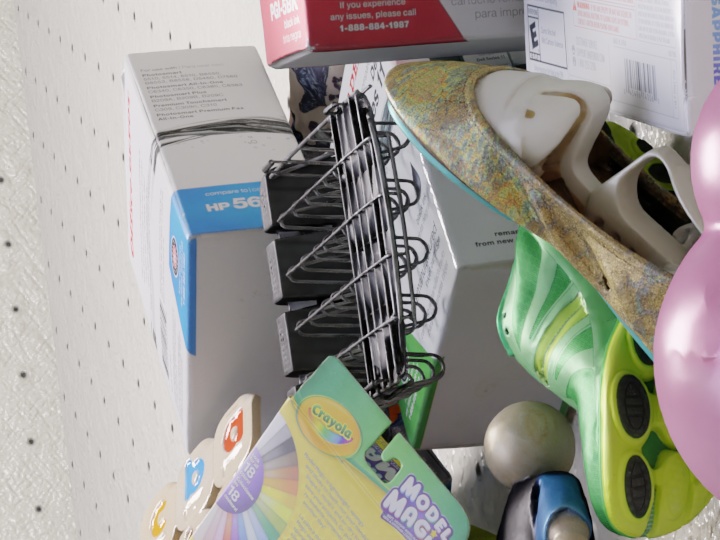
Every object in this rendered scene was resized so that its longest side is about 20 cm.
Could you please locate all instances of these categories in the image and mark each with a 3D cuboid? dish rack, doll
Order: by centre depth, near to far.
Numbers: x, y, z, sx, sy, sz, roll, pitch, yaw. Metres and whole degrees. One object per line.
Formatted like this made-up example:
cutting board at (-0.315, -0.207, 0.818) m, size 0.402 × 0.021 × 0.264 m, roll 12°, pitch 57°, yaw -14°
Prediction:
doll at (0.082, 0.149, 1.106) m, size 0.137 × 0.048 × 0.201 m, roll 108°, pitch 153°, yaw -63°
dish rack at (0.000, 0.000, 1.270) m, size 0.200 × 0.054 × 0.155 m, roll 141°, pitch 121°, yaw -70°

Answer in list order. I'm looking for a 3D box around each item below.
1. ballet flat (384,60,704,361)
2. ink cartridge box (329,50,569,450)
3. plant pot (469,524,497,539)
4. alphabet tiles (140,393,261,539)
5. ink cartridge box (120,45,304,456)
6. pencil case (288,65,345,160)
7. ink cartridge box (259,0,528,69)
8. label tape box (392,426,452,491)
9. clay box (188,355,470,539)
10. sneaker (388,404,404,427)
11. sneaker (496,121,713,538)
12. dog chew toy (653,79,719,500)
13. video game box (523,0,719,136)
ballet flat at (0.094, -0.035, 1.067) m, size 0.200 × 0.071 × 0.071 m, roll 45°, pitch 150°, yaw 20°
ink cartridge box at (0.050, -0.035, 1.330) m, size 0.147 × 0.082 × 0.201 m, roll 102°, pitch 159°, yaw -49°
plant pot at (0.019, 0.236, 1.383) m, size 0.201 × 0.199 × 0.194 m, roll -122°, pitch 42°, yaw -62°
alphabet tiles at (-0.080, 0.167, 1.374) m, size 0.200 × 0.015 × 0.196 m, roll -50°, pitch 29°, yaw 35°
ink cartridge box at (-0.077, -0.016, 1.502) m, size 0.200 × 0.084 × 0.147 m, roll -112°, pitch 20°, yaw -53°
pencil case at (-0.011, -0.074, 1.562) m, size 0.089 × 0.078 × 0.201 m, roll 22°, pitch 127°, yaw 26°
ink cartridge box at (0.025, -0.201, 1.244) m, size 0.083 × 0.146 × 0.202 m, roll 174°, pitch 90°, yaw -75°
label tape box at (-0.043, 0.174, 1.490) m, size 0.066 × 0.199 × 0.143 m, roll 51°, pitch 167°, yaw 18°
clay box at (-0.024, 0.147, 1.198) m, size 0.115 × 0.047 × 0.200 m, roll 49°, pitch 116°, yaw 28°
sneaker at (0.033, 0.013, 1.445) m, size 0.075 × 0.078 × 0.201 m, roll -47°, pitch 28°, yaw 42°
sneaker at (0.105, 0.031, 1.124) m, size 0.084 × 0.074 × 0.201 m, roll -45°, pitch 38°, yaw 40°
dog chew toy at (0.156, -0.021, 0.844) m, size 0.124 × 0.124 × 0.202 m, roll 180°, pitch 94°, yaw -76°
video game box at (0.114, -0.158, 1.107) m, size 0.200 × 0.046 × 0.184 m, roll -147°, pitch 51°, yaw -72°
